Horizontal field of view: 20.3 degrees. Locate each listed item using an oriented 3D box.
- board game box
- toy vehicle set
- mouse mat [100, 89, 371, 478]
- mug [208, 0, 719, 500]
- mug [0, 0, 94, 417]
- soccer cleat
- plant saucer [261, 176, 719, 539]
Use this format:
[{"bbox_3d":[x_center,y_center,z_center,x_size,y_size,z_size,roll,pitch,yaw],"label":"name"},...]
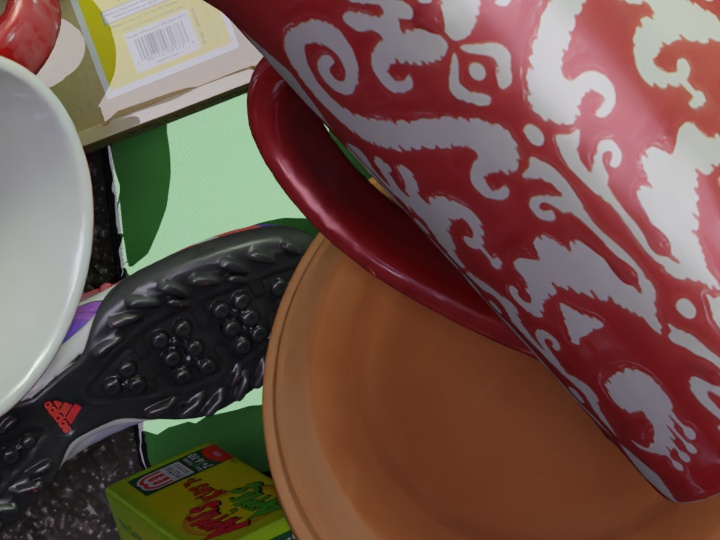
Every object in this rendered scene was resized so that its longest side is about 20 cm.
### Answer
[{"bbox_3d":[-0.029,0.173,0.745,0.047,0.101,0.201,-23,107,-21],"label":"board game box"},{"bbox_3d":[-0.089,-0.121,0.793,0.199,0.027,0.125,-20,89,4],"label":"toy vehicle set"},{"bbox_3d":[0.000,0.000,0.808,0.198,0.008,0.162,-6,93,3],"label":"mouse mat"},{"bbox_3d":[0.063,-0.045,0.587,0.133,0.177,0.200,-41,92,-11],"label":"mug"},{"bbox_3d":[-0.202,-0.034,0.741,0.199,0.177,0.134,11,125,34],"label":"mug"},{"bbox_3d":[-0.106,0.034,0.778,0.199,0.073,0.068,-32,124,-1],"label":"soccer cleat"},{"bbox_3d":[0.062,0.035,0.661,0.198,0.037,0.202,-3,68,8],"label":"plant saucer"}]
